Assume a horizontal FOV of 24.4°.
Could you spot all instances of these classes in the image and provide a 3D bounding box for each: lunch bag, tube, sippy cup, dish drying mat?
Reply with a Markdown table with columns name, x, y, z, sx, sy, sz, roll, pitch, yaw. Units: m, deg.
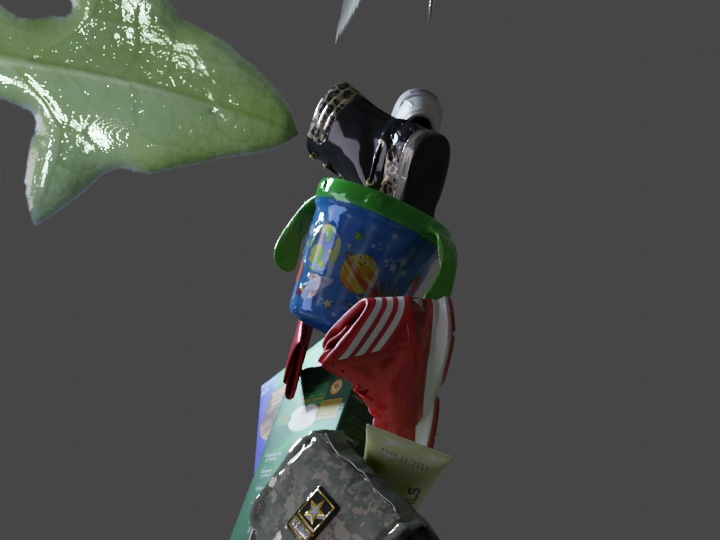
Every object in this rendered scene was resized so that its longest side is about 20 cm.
| name | x | y | z | sx | sy | sz | roll | pitch | yaw |
| --- | --- | --- | --- | --- | --- | --- | --- | --- | --- |
| lunch bag | -0.020 | 0.252 | 1.400 | 0.164 | 0.117 | 0.201 | 39 | 124 | 50 |
| tube | 0.025 | 0.194 | 1.463 | 0.200 | 0.058 | 0.052 | 107 | 144 | -56 |
| sippy cup | 0.000 | 0.000 | 1.556 | 0.131 | 0.139 | 0.178 | -67 | 14 | -8 |
| dish drying mat | -0.051 | 0.037 | 1.665 | 0.200 | 0.018 | 0.077 | -76 | 0 | -53 |

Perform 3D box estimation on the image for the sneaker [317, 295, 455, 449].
| name | x | y | z | sx | sy | sz | roll | pitch | yaw |
| --- | --- | --- | --- | --- | --- | --- | --- | --- | --- |
| sneaker | 0.013 | 0.107 | 1.494 | 0.078 | 0.115 | 0.201 | -96 | 15 | -67 |

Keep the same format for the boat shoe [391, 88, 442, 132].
| name | x | y | z | sx | sy | sz | roll | pitch | yaw |
| --- | --- | --- | --- | --- | --- | --- | --- | --- | --- |
| boat shoe | 0.043 | -0.090 | 1.755 | 0.066 | 0.072 | 0.201 | -83 | 12 | -61 |

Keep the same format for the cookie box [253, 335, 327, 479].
| name | x | y | z | sx | sy | sz | roll | pitch | yaw |
| --- | --- | --- | --- | --- | --- | --- | --- | --- | --- |
| cookie box | -0.030 | 0.169 | 1.697 | 0.171 | 0.075 | 0.201 | -38 | 34 | 33 |

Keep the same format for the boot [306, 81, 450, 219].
| name | x | y | z | sx | sy | sz | roll | pitch | yaw |
| --- | --- | --- | --- | --- | --- | --- | --- | --- | --- |
| boot | 0.005 | -0.078 | 1.704 | 0.154 | 0.073 | 0.204 | 38 | 121 | 37 |

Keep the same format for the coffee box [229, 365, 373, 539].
| name | x | y | z | sx | sy | sz | roll | pitch | yaw |
| --- | --- | --- | --- | --- | --- | --- | --- | --- | --- |
| coffee box | -0.049 | 0.184 | 1.583 | 0.123 | 0.044 | 0.201 | -16 | 47 | 51 |
